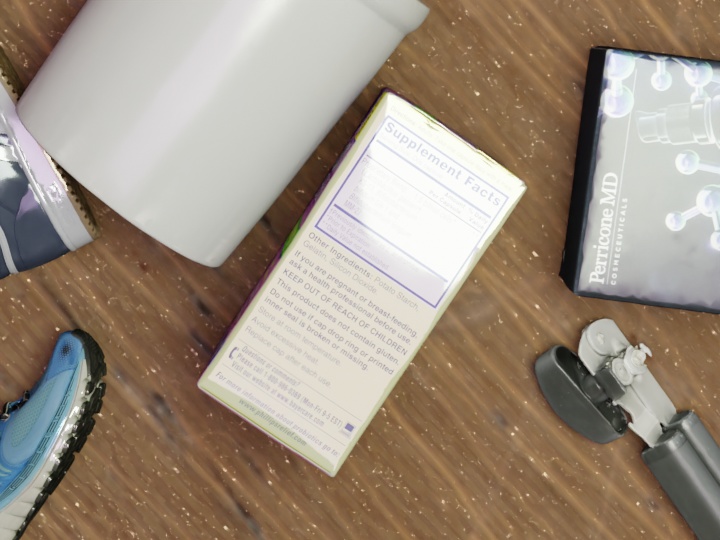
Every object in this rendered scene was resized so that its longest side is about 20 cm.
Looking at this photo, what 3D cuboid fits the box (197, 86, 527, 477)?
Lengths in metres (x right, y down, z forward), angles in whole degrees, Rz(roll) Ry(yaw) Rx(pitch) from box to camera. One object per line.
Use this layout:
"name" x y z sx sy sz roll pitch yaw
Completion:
"box" 0.000 0.000 1.284 0.096 0.176 0.201 34 95 -3

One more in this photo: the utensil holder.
"utensil holder" -0.085 -0.129 1.280 0.170 0.170 0.200 39 98 -3

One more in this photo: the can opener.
"can opener" 0.193 0.117 1.364 0.200 0.053 0.066 51 128 -2

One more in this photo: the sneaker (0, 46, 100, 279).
"sneaker" -0.254 -0.083 1.333 0.108 0.070 0.201 -29 97 1

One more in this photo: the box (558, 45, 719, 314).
"box" 0.231 -0.051 1.312 0.198 0.107 0.150 7 96 1

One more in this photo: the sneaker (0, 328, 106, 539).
"sneaker" -0.233 0.117 1.350 0.090 0.078 0.201 35 95 1
